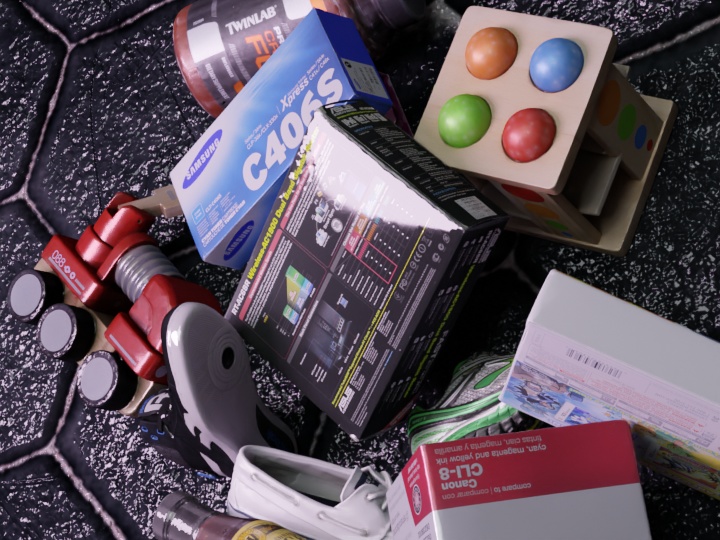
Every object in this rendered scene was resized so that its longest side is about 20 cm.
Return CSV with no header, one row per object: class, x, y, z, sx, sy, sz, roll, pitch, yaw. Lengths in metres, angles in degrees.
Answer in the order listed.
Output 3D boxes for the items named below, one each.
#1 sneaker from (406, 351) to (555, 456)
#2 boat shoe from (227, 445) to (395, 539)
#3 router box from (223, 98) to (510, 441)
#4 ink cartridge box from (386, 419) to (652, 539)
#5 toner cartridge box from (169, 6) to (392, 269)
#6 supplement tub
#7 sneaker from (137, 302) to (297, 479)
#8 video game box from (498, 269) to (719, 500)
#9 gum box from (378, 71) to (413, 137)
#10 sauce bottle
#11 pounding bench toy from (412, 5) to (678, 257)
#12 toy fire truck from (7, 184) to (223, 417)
sneaker,0.111,0.080,1.383,0.200,0.078,0.085,-37,55,12
boat shoe,-0.002,0.175,1.377,0.199,0.074,0.066,11,117,9
router box,0.000,0.000,1.378,0.150,0.062,0.200,40,122,23
ink cartridge box,0.109,0.218,1.241,0.144,0.145,0.201,-6,71,-12
toner cartridge box,-0.065,-0.101,1.483,0.200,0.043,0.095,-46,50,30
supplement tub,-0.049,-0.204,1.576,0.199,0.107,0.107,-21,61,22
sneaker,-0.134,0.098,1.446,0.112,0.200,0.073,7,51,31
video game box,0.195,0.084,1.225,0.199,0.182,0.047,24,70,6
gum box,-0.004,-0.050,1.490,0.113,0.066,0.200,-43,53,33
sauce bottle,-0.064,0.212,1.338,0.200,0.066,0.066,21,82,33
pounding bench toy,0.104,-0.113,1.419,0.200,0.156,0.125,15,79,34
toy fire truck,-0.161,0.004,1.563,0.176,0.129,0.200,44,105,35
